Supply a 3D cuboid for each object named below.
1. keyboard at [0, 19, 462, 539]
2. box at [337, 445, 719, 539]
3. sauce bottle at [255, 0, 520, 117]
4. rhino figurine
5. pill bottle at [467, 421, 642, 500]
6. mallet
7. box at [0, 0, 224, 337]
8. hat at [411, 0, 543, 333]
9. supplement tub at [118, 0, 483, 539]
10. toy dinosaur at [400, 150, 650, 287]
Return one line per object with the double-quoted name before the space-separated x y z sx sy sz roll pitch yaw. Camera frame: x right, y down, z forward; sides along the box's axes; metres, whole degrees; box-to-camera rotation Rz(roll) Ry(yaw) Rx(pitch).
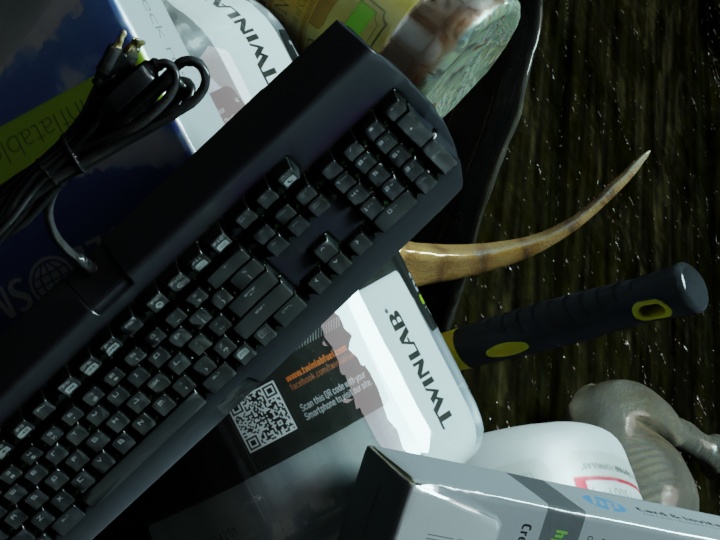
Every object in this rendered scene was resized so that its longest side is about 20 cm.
"keyboard" -0.066 0.008 0.803 0.127 0.200 0.021 43 5 -44
"box" 0.074 0.149 0.913 0.200 0.156 0.041 13 11 -23
"sauce bottle" -0.039 -0.128 0.978 0.200 0.065 0.065 40 17 13
"rhino figurine" 0.133 0.134 1.297 0.087 0.060 0.200 26 41 -36
"pill bottle" 0.072 0.165 1.046 0.112 0.112 0.200 25 44 -58
"mallet" 0.025 0.022 0.997 0.066 0.200 0.041 45 43 -24
"box" -0.114 -0.054 0.859 0.200 0.122 0.048 63 17 0
"hat" 0.013 -0.059 1.170 0.081 0.201 0.201 11 39 -9
"supplement tub" -0.054 -0.004 0.940 0.200 0.122 0.123 63 21 -1
"toy dinosaur" 0.000 0.000 1.061 0.200 0.106 0.061 3 60 -21
